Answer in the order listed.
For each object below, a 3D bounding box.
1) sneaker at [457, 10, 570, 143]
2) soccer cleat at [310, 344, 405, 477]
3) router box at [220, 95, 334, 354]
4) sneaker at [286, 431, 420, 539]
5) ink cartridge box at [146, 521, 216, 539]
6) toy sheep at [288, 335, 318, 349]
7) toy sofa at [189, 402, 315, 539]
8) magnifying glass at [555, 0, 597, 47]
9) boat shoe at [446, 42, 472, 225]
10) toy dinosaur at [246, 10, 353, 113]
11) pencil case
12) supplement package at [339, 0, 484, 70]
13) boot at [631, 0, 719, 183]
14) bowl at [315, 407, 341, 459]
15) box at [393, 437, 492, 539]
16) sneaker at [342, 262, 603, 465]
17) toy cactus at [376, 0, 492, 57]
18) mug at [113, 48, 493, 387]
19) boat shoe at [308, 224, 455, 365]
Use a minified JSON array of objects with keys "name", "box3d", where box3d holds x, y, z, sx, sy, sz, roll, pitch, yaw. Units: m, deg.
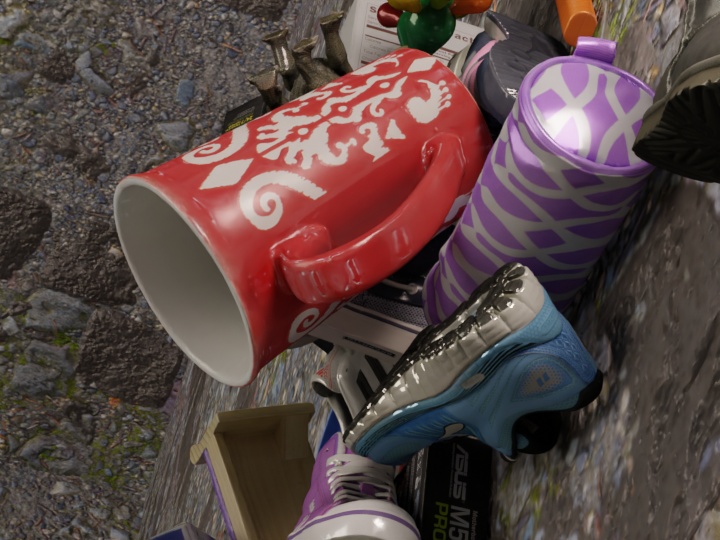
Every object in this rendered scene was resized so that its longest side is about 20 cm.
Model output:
[{"name":"sneaker","box3d":[0.095,-0.102,0.970,0.200,0.070,0.082,-77,12,-70]},{"name":"soccer cleat","box3d":[0.007,0.059,1.104,0.069,0.085,0.201,136,137,-69]},{"name":"router box","box3d":[-0.041,-0.028,1.277,0.051,0.200,0.150,-22,44,33]},{"name":"sneaker","box3d":[-0.005,0.136,0.923,0.201,0.072,0.115,129,157,-67]},{"name":"ink cartridge box","box3d":[-0.088,0.283,1.081,0.200,0.043,0.197,79,169,-74]},{"name":"toy sheep","box3d":[-0.068,-0.019,1.098,0.200,0.137,0.139,37,116,43]},{"name":"toy sofa","box3d":[-0.055,0.202,1.097,0.098,0.082,0.201,-59,45,46]},{"name":"magnifying glass","box3d":[0.138,-0.206,1.034,0.201,0.022,0.080,-86,15,-55]},{"name":"boat shoe","box3d":[0.058,-0.065,1.099,0.060,0.072,0.203,-21,48,65]},{"name":"toy dinosaur","box3d":[-0.030,-0.106,1.035,0.200,0.077,0.103,-81,-30,-61]},{"name":"pencil case","box3d":[0.092,-0.031,0.824,0.200,0.083,0.086,116,156,-50]},{"name":"supplement package","box3d":[0.024,-0.101,1.223,0.117,0.117,0.201,118,164,-51]},{"name":"boot","box3d":[0.174,-0.145,0.627,0.182,0.072,0.201,172,119,-78]},{"name":"bowl","box3d":[-0.006,0.176,1.218,0.201,0.039,0.202,-165,90,-81]},{"name":"box","box3d":[0.028,0.221,0.938,0.161,0.044,0.201,116,165,-51]},{"name":"sneaker","box3d":[0.059,0.075,0.824,0.078,0.090,0.200,-50,4,-30]},{"name":"toy cactus","box3d":[0.037,-0.169,1.055,0.200,0.102,0.166,-148,75,-75]},{"name":"mug","box3d":[-0.013,-0.029,0.899,0.177,0.199,0.134,37,147,34]},{"name":"boat shoe","box3d":[0.000,0.000,0.998,0.075,0.199,0.093,143,149,-76]}]
